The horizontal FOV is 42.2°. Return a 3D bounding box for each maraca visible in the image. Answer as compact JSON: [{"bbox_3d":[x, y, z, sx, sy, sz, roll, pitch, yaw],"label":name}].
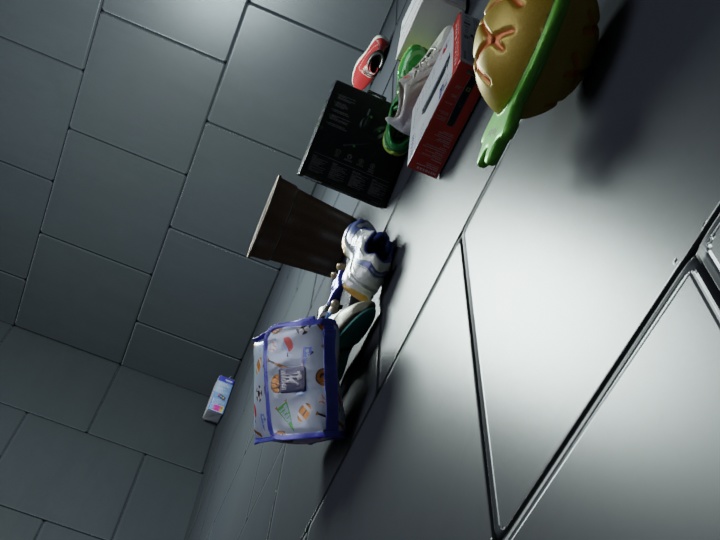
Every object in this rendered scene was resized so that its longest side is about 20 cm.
[{"bbox_3d":[0.151,-0.188,0.849,0.137,0.107,0.201,-73,5,-87],"label":"maraca"}]

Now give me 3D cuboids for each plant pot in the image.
[{"bbox_3d":[-0.129,-0.088,2.108,0.200,0.198,0.201,-159,90,-83],"label":"plant pot"}]

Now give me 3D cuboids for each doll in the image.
[{"bbox_3d":[-0.056,0.084,1.719,0.137,0.048,0.201,124,166,-60],"label":"doll"}]

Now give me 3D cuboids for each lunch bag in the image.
[{"bbox_3d":[-0.085,0.162,1.338,0.200,0.123,0.171,155,115,-63],"label":"lunch bag"}]

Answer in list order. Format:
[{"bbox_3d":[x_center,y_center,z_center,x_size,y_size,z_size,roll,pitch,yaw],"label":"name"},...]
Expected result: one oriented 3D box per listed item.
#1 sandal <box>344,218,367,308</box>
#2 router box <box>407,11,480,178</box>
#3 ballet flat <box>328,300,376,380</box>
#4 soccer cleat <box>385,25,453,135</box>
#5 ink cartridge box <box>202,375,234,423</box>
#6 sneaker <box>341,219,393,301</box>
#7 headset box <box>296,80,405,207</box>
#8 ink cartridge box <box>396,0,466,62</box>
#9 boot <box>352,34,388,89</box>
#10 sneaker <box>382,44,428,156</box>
[{"bbox_3d":[0.000,0.001,1.627,0.076,0.043,0.201,111,166,-55],"label":"sandal"},{"bbox_3d":[0.130,-0.260,1.373,0.200,0.049,0.180,-81,15,-56],"label":"router box"},{"bbox_3d":[-0.038,0.103,1.441,0.062,0.067,0.200,51,134,28],"label":"ballet flat"},{"bbox_3d":[0.108,-0.328,1.586,0.069,0.077,0.201,-128,60,-81],"label":"soccer cleat"},{"bbox_3d":[-0.619,0.553,4.103,0.137,0.076,0.201,126,162,-58],"label":"ink cartridge box"},{"bbox_3d":[0.021,-0.033,1.486,0.088,0.075,0.200,-52,22,26],"label":"sneaker"},{"bbox_3d":[-0.003,-0.241,1.755,0.093,0.174,0.201,-149,80,-81],"label":"headset box"},{"bbox_3d":[0.137,-0.483,1.770,0.200,0.086,0.147,-78,12,-55],"label":"ink cartridge box"},{"bbox_3d":[0.023,-0.631,2.952,0.145,0.072,0.200,-80,17,-48],"label":"boot"},{"bbox_3d":[0.092,-0.302,1.665,0.084,0.074,0.201,-114,37,-82],"label":"sneaker"}]
